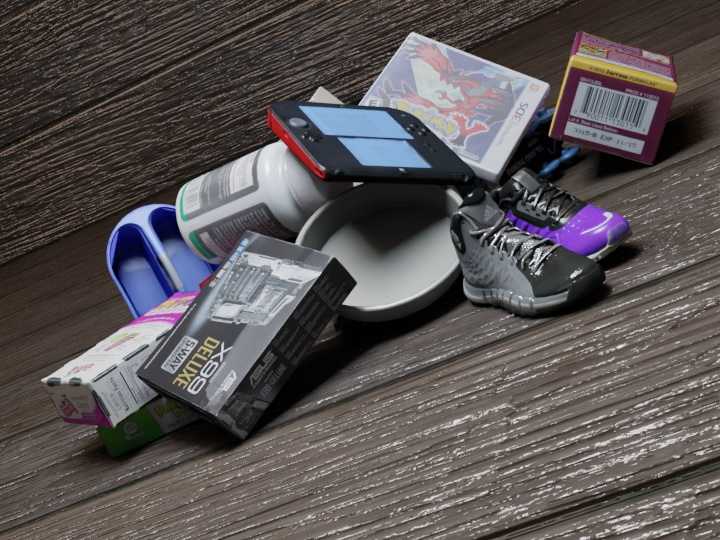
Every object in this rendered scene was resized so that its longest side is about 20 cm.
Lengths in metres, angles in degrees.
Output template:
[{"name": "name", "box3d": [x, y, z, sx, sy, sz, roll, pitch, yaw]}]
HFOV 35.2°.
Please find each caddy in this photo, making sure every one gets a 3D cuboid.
[{"name": "caddy", "box3d": [-0.262, 0.008, 1.554, 0.141, 0.200, 0.105, -29, -3, -15]}]

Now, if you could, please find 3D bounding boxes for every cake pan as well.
[{"name": "cake pan", "box3d": [0.026, -0.022, 1.233, 0.200, 0.037, 0.200, -10, 46, 11]}]

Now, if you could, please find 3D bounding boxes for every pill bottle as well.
[{"name": "pill bottle", "box3d": [-0.115, -0.087, 1.365, 0.200, 0.113, 0.113, -19, 15, 31]}]

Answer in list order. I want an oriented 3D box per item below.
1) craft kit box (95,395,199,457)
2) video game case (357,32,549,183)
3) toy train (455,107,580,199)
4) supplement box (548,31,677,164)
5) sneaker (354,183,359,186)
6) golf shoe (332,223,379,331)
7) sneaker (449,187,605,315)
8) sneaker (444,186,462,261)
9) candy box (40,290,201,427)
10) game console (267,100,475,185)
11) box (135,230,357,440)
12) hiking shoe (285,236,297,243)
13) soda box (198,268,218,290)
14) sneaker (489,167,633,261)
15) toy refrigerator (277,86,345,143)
[{"name": "craft kit box", "box3d": [-0.189, 0.120, 1.304, 0.200, 0.049, 0.198, -25, 11, 6]}, {"name": "video game case", "box3d": [0.115, -0.210, 1.431, 0.200, 0.023, 0.182, 23, 54, 13]}, {"name": "toy train", "box3d": [0.204, -0.146, 1.495, 0.114, 0.087, 0.200, -20, 14, 48]}, {"name": "supplement box", "box3d": [0.312, -0.217, 1.402, 0.131, 0.103, 0.200, 16, 24, 8]}, {"name": "sneaker", "box3d": [-0.036, -0.066, 1.423, 0.080, 0.071, 0.200, -1, 33, 8]}, {"name": "golf shoe", "box3d": [0.000, 0.000, 1.298, 0.078, 0.095, 0.200, -20, 16, 21]}, {"name": "sneaker", "box3d": [0.140, -0.024, 1.078, 0.075, 0.116, 0.200, -32, 15, -24]}, {"name": "sneaker", "box3d": [0.096, -0.054, 1.321, 0.076, 0.092, 0.200, -24, 16, 4]}, {"name": "candy box", "box3d": [-0.239, 0.096, 1.271, 0.200, 0.061, 0.136, -35, 16, -32]}, {"name": "game console", "box3d": [0.008, -0.144, 1.277, 0.200, 0.031, 0.177, -1, 28, -30]}, {"name": "box", "box3d": [-0.118, 0.061, 1.162, 0.158, 0.050, 0.200, 17, 65, 49]}, {"name": "hiking shoe", "box3d": [-0.016, -0.051, 1.499, 0.200, 0.101, 0.076, -25, 14, 4]}, {"name": "soda box", "box3d": [-0.145, 0.020, 1.438, 0.070, 0.063, 0.200, -16, -5, -23]}, {"name": "sneaker", "box3d": [0.186, -0.055, 1.142, 0.070, 0.100, 0.200, -34, 15, -20]}, {"name": "toy refrigerator", "box3d": [-0.093, -0.138, 1.470, 0.200, 0.070, 0.076, -50, 8, 21]}]
